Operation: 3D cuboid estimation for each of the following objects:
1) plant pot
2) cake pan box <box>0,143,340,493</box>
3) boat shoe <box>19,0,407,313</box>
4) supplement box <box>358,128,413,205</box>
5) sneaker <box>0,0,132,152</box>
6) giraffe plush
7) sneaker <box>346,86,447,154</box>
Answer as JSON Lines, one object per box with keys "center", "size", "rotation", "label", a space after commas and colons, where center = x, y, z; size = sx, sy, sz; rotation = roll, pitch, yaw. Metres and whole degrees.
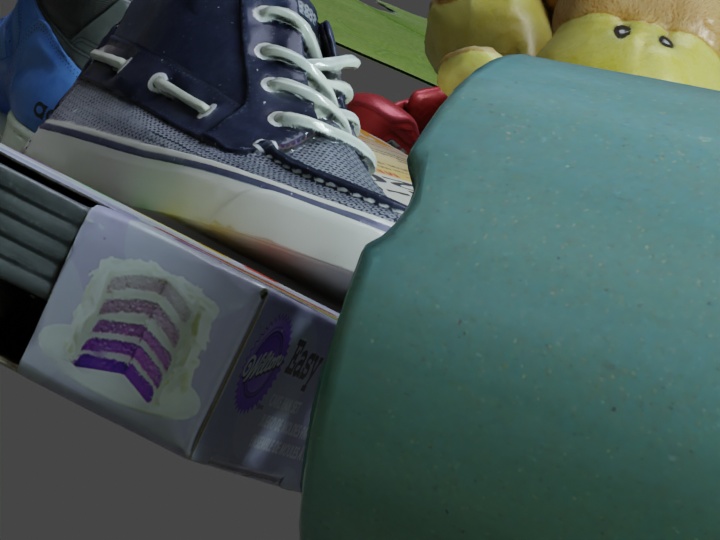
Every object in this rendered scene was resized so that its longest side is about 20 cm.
{"center": [0.102, 0.047, 0.633], "size": [0.195, 0.201, 0.200], "rotation": [17, 6, 19], "label": "plant pot"}
{"center": [-0.083, 0.000, 0.743], "size": [0.183, 0.053, 0.200], "rotation": [24, -1, 19], "label": "cake pan box"}
{"center": [-0.026, -0.045, 0.860], "size": [0.199, 0.093, 0.075], "rotation": [19, -13, 44], "label": "boat shoe"}
{"center": [0.000, 0.000, 0.963], "size": [0.126, 0.074, 0.200], "rotation": [14, 13, -43], "label": "supplement box"}
{"center": [-0.116, -0.099, 1.131], "size": [0.076, 0.112, 0.200], "rotation": [20, 9, -16], "label": "sneaker"}
{"center": [0.095, -0.055, 1.028], "size": [0.172, 0.201, 0.162], "rotation": [-10, -18, 3], "label": "giraffe plush"}
{"center": [0.044, -0.046, 1.311], "size": [0.077, 0.085, 0.200], "rotation": [28, 10, 25], "label": "sneaker"}
